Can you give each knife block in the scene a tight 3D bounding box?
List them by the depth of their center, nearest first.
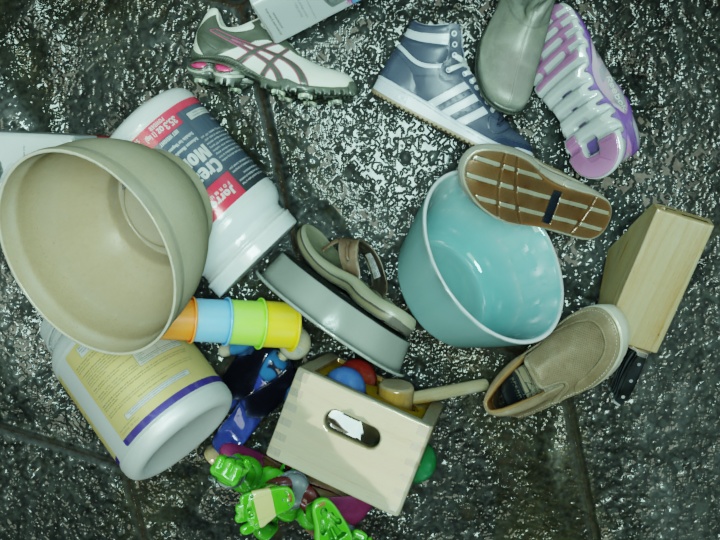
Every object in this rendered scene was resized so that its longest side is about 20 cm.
[{"bbox_3d":[0.303,0.046,0.893,0.063,0.201,0.179,15,69,0],"label":"knife block"}]

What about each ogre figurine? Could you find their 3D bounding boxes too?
[{"bbox_3d":[-0.079,0.253,0.892,0.196,0.120,0.100,13,85,-16],"label":"ogre figurine"}]

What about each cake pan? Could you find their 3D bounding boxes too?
[{"bbox_3d":[-0.024,0.044,0.896,0.199,0.200,0.037,36,91,-2],"label":"cake pan"}]

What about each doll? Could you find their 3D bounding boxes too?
[{"bbox_3d":[-0.127,0.147,0.990,0.136,0.049,0.201,39,101,-6],"label":"doll"}]

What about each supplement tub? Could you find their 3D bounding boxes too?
[{"bbox_3d":[-0.181,-0.087,0.912,0.140,0.140,0.200,-42,94,8],"label":"supplement tub"},{"bbox_3d":[-0.256,0.115,0.927,0.145,0.145,0.201,-43,76,8],"label":"supplement tub"}]

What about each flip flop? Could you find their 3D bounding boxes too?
[{"bbox_3d":[0.000,0.000,0.908,0.081,0.200,0.058,28,99,-45],"label":"flip flop"}]

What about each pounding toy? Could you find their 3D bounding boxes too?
[{"bbox_3d":[0.029,0.165,0.926,0.197,0.184,0.145,22,94,9],"label":"pounding toy"}]

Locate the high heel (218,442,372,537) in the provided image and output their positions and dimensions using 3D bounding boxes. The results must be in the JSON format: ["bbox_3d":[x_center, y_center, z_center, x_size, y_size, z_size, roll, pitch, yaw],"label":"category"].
[{"bbox_3d":[-0.073,0.246,0.981,0.096,0.068,0.199,-41,118,16],"label":"high heel"}]

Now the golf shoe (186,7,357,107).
[{"bbox_3d":[-0.096,-0.238,0.920,0.196,0.077,0.090,11,92,1],"label":"golf shoe"}]

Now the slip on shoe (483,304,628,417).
[{"bbox_3d":[0.210,0.106,0.902,0.200,0.060,0.077,-43,63,46],"label":"slip on shoe"}]

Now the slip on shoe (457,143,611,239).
[{"bbox_3d":[0.185,-0.089,0.896,0.197,0.061,0.077,13,110,-23],"label":"slip on shoe"}]

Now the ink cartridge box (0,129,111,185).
[{"bbox_3d":[-0.389,-0.114,0.918,0.195,0.144,0.086,4,99,3],"label":"ink cartridge box"}]

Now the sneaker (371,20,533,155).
[{"bbox_3d":[0.121,-0.204,0.914,0.197,0.070,0.110,27,101,2],"label":"sneaker"}]

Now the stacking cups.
[{"bbox_3d":[-0.166,0.055,0.894,0.196,0.060,0.062,5,100,-22],"label":"stacking cups"}]

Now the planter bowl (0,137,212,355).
[{"bbox_3d":[-0.226,-0.040,0.790,0.196,0.135,0.204,10,119,19],"label":"planter bowl"}]

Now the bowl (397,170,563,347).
[{"bbox_3d":[0.117,0.003,0.900,0.202,0.201,0.105,50,137,-5],"label":"bowl"}]

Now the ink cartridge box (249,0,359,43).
[{"bbox_3d":[-0.040,-0.362,0.870,0.197,0.086,0.150,-26,72,8],"label":"ink cartridge box"}]

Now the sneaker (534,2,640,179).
[{"bbox_3d":[0.253,-0.199,0.909,0.080,0.087,0.204,-31,74,49],"label":"sneaker"}]

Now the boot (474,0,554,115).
[{"bbox_3d":[0.176,-0.275,0.837,0.066,0.131,0.204,15,74,-8],"label":"boot"}]
